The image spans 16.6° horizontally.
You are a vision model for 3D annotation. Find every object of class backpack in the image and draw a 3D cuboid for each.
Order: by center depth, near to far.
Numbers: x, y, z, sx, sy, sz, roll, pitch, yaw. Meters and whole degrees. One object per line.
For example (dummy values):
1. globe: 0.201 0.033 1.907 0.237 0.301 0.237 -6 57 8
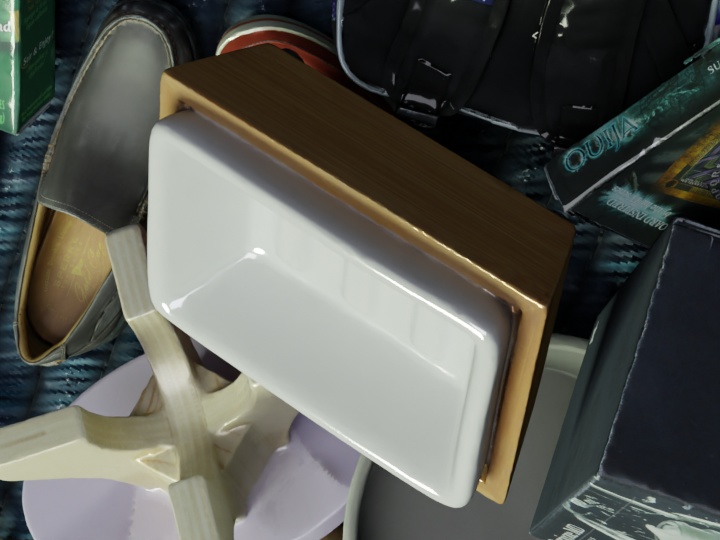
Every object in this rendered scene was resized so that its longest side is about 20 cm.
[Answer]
1. backpack: 0.088 -0.171 1.076 0.176 0.151 0.201 14 126 3

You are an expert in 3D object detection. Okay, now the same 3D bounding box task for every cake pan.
1. cake pan: 0.084 0.132 1.214 0.199 0.037 0.202 1 87 -14

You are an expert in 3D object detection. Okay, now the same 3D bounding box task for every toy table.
1. toy table: -0.085 0.080 1.217 0.199 0.117 0.184 -29 67 1

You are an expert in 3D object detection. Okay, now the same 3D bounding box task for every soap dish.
1. soap dish: 0.000 0.000 1.091 0.199 0.081 0.158 32 147 18

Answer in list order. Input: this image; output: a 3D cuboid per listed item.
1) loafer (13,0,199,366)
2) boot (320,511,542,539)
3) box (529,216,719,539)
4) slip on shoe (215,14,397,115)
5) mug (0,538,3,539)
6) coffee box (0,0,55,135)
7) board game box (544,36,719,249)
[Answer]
1. loafer: -0.128 -0.040 1.240 0.072 0.072 0.201 19 115 9
2. boot: -0.017 0.136 1.287 0.200 0.066 0.176 37 111 3
3. box: 0.196 0.082 1.101 0.196 0.200 0.125 20 76 1
4. slip on shoe: -0.004 -0.038 1.211 0.074 0.061 0.201 -29 100 27
5. mug: -0.304 0.137 1.332 0.153 0.149 0.187 -35 93 34
6. coffee box: -0.208 -0.173 1.192 0.122 0.044 0.201 20 130 16
7. board game box: 0.188 -0.047 1.091 0.135 0.200 0.028 -34 59 25
